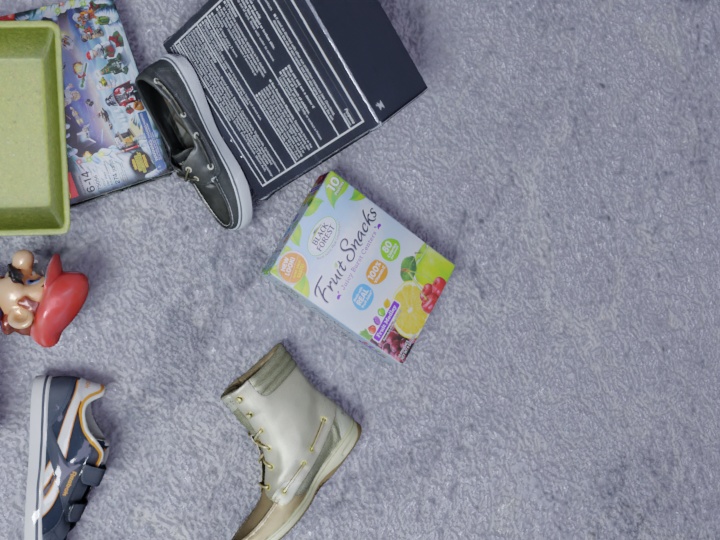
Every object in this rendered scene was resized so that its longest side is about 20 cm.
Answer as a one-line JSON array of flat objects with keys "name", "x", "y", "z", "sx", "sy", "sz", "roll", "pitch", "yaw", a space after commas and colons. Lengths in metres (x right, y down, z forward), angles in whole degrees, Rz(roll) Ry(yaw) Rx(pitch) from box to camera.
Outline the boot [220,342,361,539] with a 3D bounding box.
[{"name": "boot", "x": -0.109, "y": 0.201, "z": 0.884, "sx": 0.155, "sy": 0.072, "sz": 0.200, "roll": 48, "pitch": 67, "yaw": -14}]

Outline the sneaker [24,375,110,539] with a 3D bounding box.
[{"name": "sneaker", "x": -0.297, "y": 0.210, "z": 0.802, "sx": 0.077, "sy": 0.078, "sz": 0.205, "roll": 3, "pitch": 85, "yaw": -16}]

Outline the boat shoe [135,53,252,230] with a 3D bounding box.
[{"name": "boat shoe", "x": -0.181, "y": -0.129, "z": 0.851, "sx": 0.056, "sy": 0.068, "sz": 0.203, "roll": -40, "pitch": 116, "yaw": -40}]

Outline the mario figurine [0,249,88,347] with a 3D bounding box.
[{"name": "mario figurine", "x": -0.364, "y": 0.014, "z": 0.760, "sx": 0.195, "sy": 0.107, "sz": 0.125, "roll": -5, "pitch": 51, "yaw": -10}]

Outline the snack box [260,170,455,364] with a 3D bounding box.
[{"name": "snack box", "x": 0.000, "y": 0.000, "z": 0.945, "sx": 0.198, "sy": 0.053, "sz": 0.144, "roll": 36, "pitch": 75, "yaw": -17}]

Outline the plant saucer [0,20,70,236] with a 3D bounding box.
[{"name": "plant saucer", "x": -0.383, "y": -0.135, "z": 0.772, "sx": 0.195, "sy": 0.048, "sz": 0.205, "roll": -2, "pitch": 94, "yaw": -6}]

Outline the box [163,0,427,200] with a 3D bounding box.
[{"name": "box", "x": -0.068, "y": -0.217, "z": 0.836, "sx": 0.202, "sy": 0.196, "sz": 0.123, "roll": 58, "pitch": 43, "yaw": -10}]

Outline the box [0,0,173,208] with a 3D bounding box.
[{"name": "box", "x": -0.297, "y": -0.178, "z": 0.839, "sx": 0.135, "sy": 0.040, "sz": 0.204, "roll": -21, "pitch": 96, "yaw": -20}]
